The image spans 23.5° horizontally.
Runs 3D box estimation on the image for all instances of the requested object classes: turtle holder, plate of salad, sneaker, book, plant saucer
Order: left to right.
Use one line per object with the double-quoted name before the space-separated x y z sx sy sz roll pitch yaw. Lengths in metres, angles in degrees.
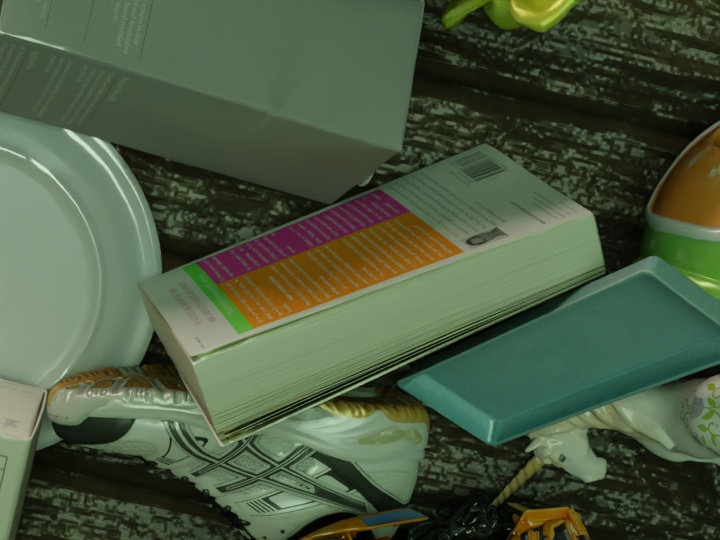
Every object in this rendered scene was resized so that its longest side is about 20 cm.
"plate of salad" -0.200 -0.001 0.882 0.198 0.048 0.202 -1 105 -4
"sneaker" -0.061 0.099 0.875 0.198 0.076 0.089 8 98 -16
"book" 0.000 0.000 0.841 0.199 0.134 0.048 -22 115 -11
"plant saucer" 0.100 0.042 0.846 0.070 0.200 0.019 34 56 -20
"turtle holder" 0.231 -0.006 0.871 0.184 0.141 0.133 18 91 -4

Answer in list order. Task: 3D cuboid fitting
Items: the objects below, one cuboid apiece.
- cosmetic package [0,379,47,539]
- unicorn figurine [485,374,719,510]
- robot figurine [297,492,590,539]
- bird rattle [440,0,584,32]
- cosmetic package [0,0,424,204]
"cosmetic package" -0.227 0.151 0.857 0.103 0.073 0.202 15 103 -7
"unicorn figurine" 0.173 0.083 0.886 0.136 0.200 0.075 16 65 -19
"robot figurine" 0.044 0.171 0.840 0.198 0.058 0.146 -8 49 -20
"bird rattle" 0.048 -0.205 0.778 0.162 0.113 0.202 -9 96 -20
"cosmetic package" -0.079 -0.105 0.830 0.198 0.107 0.091 13 73 -20
